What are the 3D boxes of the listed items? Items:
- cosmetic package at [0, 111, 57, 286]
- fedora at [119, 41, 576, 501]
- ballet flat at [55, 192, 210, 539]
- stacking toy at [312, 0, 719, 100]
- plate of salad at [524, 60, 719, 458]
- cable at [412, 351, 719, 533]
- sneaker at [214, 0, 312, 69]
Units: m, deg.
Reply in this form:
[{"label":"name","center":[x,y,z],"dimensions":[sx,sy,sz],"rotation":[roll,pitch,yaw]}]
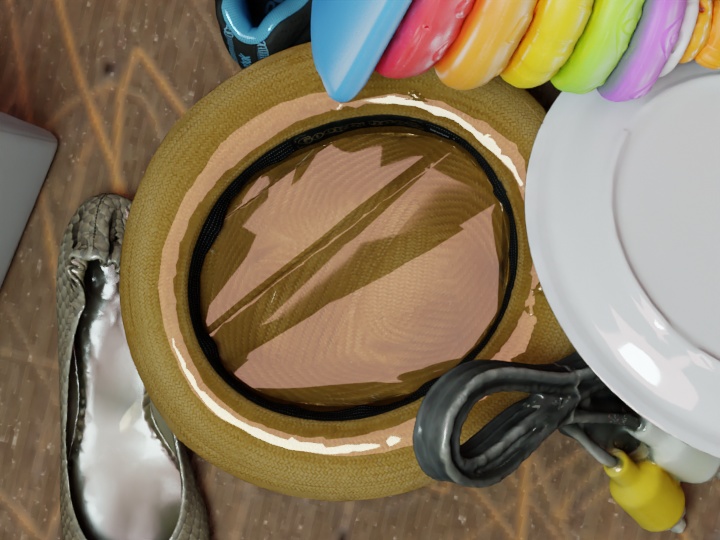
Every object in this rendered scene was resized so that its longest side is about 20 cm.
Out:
[{"label":"cosmetic package","center":[-0.247,-0.016,1.026],"dimensions":[0.167,0.200,0.166],"rotation":[22,92,8]},{"label":"fedora","center":[0.000,0.000,1.053],"dimensions":[0.201,0.082,0.201],"rotation":[0,87,3]},{"label":"ballet flat","center":[-0.102,0.066,1.083],"dimensions":[0.067,0.046,0.200],"rotation":[-3,89,8]},{"label":"stacking toy","center":[0.089,-0.108,0.980],"dimensions":[0.200,0.110,0.116],"rotation":[15,54,-12]},{"label":"plate of salad","center":[0.158,-0.007,1.020],"dimensions":[0.200,0.048,0.200],"rotation":[8,62,-15]},{"label":"cable","center":[0.096,0.052,0.994],"dimensions":[0.050,0.200,0.097],"rotation":[20,93,31]},{"label":"sneaker","center":[-0.014,-0.177,1.056],"dimensions":[0.073,0.082,0.200],"rotation":[11,90,10]}]
